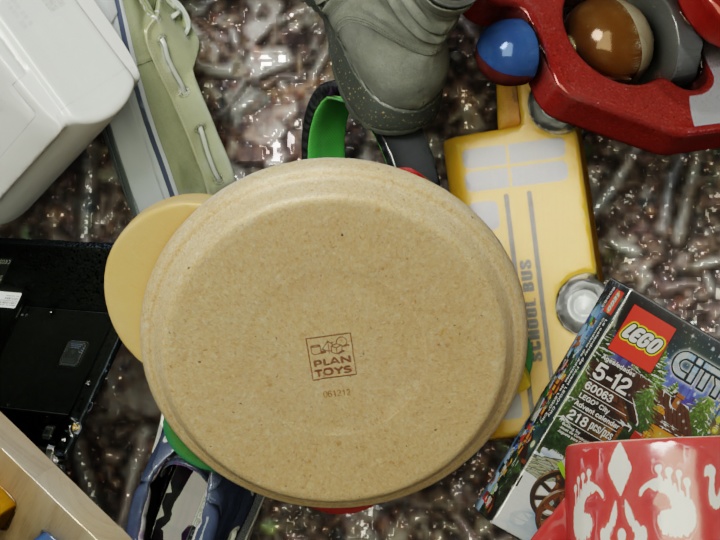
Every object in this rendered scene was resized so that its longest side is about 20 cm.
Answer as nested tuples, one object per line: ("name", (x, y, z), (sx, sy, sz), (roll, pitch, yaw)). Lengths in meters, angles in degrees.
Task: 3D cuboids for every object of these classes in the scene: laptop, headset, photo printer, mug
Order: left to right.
("photo printer", (-0.211, -0.112, 1.418), (0.069, 0.200, 0.166), (-36, 89, -32))
("laptop", (-0.184, 0.092, 1.440), (0.177, 0.103, 0.200), (3, 60, 38))
("headset", (0.000, 0.000, 1.407), (0.094, 0.123, 0.200), (-16, 103, -23))
("mug", (0.135, 0.179, 1.267), (0.177, 0.133, 0.200), (0, 85, -16))

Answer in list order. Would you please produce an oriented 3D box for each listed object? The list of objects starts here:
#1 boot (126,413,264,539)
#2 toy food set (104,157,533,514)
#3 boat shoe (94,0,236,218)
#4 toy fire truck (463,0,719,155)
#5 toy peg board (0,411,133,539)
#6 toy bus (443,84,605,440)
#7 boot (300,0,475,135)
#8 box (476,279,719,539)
("boot", (-0.071, 0.078, 1.428), (0.073, 0.090, 0.200), (13, 87, 9))
("toy food set", (-0.015, 0.034, 1.342), (0.200, 0.049, 0.198), (-22, 113, 10))
("boat shoe", (-0.118, -0.117, 1.435), (0.062, 0.072, 0.200), (-21, 122, -11))
("toy fire truck", (0.115, -0.147, 1.365), (0.168, 0.112, 0.200), (-8, 67, -29))
("toy peg board", (-0.241, 0.158, 1.381), (0.199, 0.098, 0.200), (43, 132, 14))
("toy bus", (0.092, -0.014, 1.427), (0.078, 0.065, 0.200), (-8, 85, 9))
("boot", (0.002, -0.177, 1.341), (0.068, 0.131, 0.200), (-17, 61, -24))
("box", (0.178, 0.113, 1.375), (0.200, 0.038, 0.137), (30, 93, -14))
